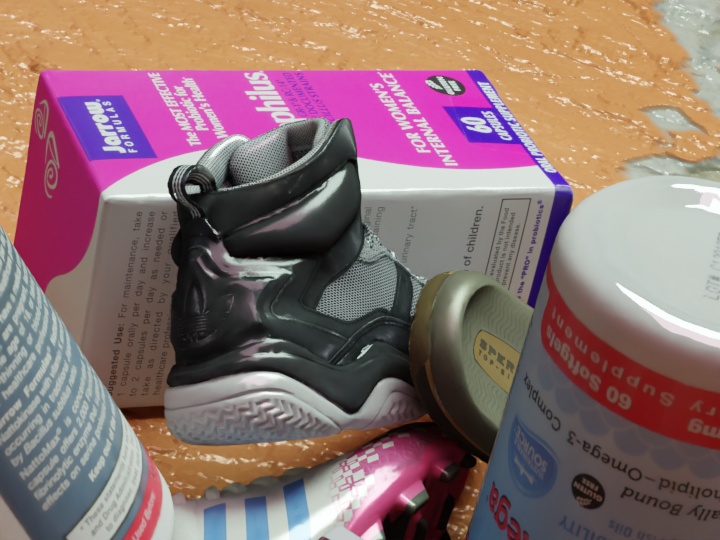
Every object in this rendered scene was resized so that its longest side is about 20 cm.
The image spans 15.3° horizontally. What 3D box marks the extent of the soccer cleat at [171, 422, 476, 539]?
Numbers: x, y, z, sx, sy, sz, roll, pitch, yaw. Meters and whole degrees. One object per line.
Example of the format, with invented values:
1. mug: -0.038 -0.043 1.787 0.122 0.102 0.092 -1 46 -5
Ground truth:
1. soccer cleat: -0.034 0.095 0.944 0.086 0.070 0.200 28 35 20

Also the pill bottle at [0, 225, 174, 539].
1. pill bottle: -0.154 0.032 0.844 0.119 0.200 0.120 -21 31 13

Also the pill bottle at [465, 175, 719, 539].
1. pill bottle: 0.094 0.078 0.899 0.108 0.201 0.109 10 32 -6

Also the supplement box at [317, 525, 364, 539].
1. supplement box: -0.053 0.169 0.789 0.061 0.109 0.200 31 35 22

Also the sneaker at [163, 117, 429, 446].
1. sneaker: 0.000 0.000 0.992 0.075 0.114 0.200 -8 -1 37

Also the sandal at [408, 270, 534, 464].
1. sandal: 0.097 0.056 0.995 0.200 0.054 0.082 38 48 -36

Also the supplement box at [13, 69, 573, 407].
1. supplement box: -0.030 -0.015 1.086 0.199 0.104 0.101 -3 35 -23
